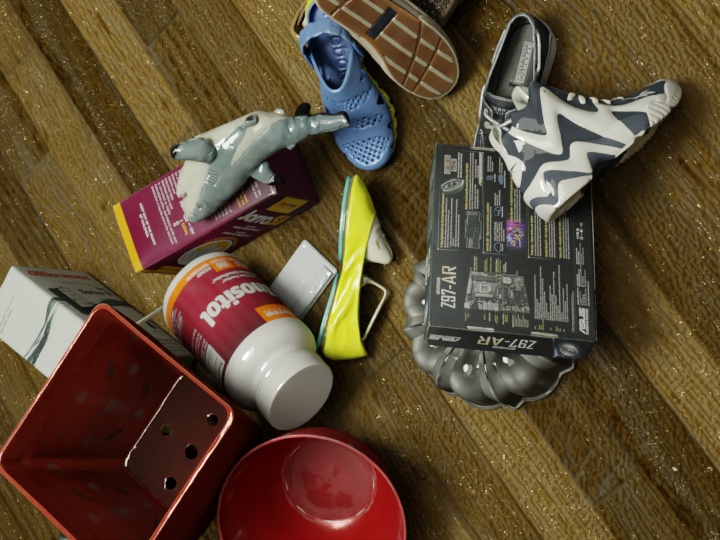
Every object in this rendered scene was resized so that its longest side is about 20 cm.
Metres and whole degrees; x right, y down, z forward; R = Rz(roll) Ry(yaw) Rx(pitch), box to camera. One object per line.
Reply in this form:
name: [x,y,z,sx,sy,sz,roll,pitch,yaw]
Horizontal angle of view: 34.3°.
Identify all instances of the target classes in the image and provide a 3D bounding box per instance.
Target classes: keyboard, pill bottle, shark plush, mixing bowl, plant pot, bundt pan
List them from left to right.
plant pot: [-0.214,0.183,1.214,0.199,0.176,0.201,35,91,24]
pill bottle: [-0.120,0.077,1.262,0.200,0.112,0.114,41,104,35]
shark plush: [-0.105,-0.123,1.218,0.198,0.091,0.084,-23,99,0]
keyboard: [-0.103,0.060,1.337,0.056,0.011,0.201,43,104,26]
mixing bowl: [-0.043,0.243,1.225,0.197,0.109,0.203,3,108,8]
bundt pan: [0.128,0.044,1.192,0.199,0.076,0.205,-1,87,25]

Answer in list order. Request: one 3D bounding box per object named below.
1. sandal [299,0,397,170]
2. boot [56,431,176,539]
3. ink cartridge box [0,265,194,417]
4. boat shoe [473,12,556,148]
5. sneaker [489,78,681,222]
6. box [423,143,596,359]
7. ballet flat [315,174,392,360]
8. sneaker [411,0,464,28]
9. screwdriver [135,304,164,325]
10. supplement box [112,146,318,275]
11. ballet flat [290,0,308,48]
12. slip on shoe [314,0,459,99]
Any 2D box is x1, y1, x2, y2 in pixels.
sandal: [-0.019,-0.199,1.246,0.078,0.087,0.202,-17,106,18]
boot: [-0.284,0.300,1.367,0.156,0.079,0.215,-6,85,25]
ink cartridge box: [-0.315,0.081,1.359,0.199,0.146,0.084,33,100,22]
boat shoe: [0.152,-0.162,1.195,0.071,0.068,0.203,18,95,25]
sneaker: [0.207,-0.153,1.123,0.199,0.080,0.130,-40,80,-11]
box: [0.143,-0.021,1.120,0.158,0.044,0.203,5,62,-2]
ballet flat: [0.000,0.000,1.268,0.066,0.067,0.203,11,95,4]
sneaker: [0.092,-0.297,1.239,0.200,0.075,0.071,-39,82,41]
screwdriver: [-0.227,0.050,1.305,0.028,0.200,0.029,-8,116,44]
supplement box: [-0.162,-0.074,1.315,0.198,0.110,0.087,-27,77,21]
ballet flat: [-0.008,-0.325,1.284,0.068,0.063,0.201,39,103,21]
slip on shoe: [0.026,-0.254,1.200,0.076,0.199,0.061,-43,35,24]
